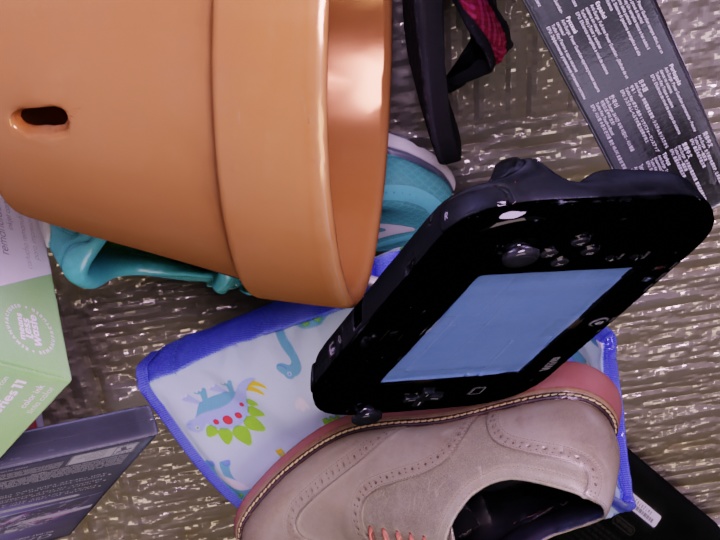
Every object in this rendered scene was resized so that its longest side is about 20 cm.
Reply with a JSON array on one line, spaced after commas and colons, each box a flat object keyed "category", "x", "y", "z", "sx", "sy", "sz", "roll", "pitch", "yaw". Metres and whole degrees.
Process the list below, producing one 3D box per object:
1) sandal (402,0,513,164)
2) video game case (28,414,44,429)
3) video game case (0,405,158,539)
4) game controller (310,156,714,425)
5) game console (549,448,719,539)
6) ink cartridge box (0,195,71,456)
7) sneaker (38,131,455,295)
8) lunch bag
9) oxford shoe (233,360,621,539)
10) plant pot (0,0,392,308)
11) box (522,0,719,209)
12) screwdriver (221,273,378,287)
[{"category": "sandal", "x": 0.040, "y": -0.126, "z": 0.782, "sx": 0.045, "sy": 0.076, "sz": 0.201, "roll": -10, "pitch": 133, "yaw": -3}, {"category": "video game case", "x": -0.257, "y": 0.087, "z": 0.913, "sx": 0.198, "sy": 0.018, "sz": 0.144, "roll": -17, "pitch": 149, "yaw": -14}, {"category": "video game case", "x": -0.194, "y": 0.118, "z": 0.926, "sx": 0.142, "sy": 0.019, "sz": 0.200, "roll": -11, "pitch": 164, "yaw": -25}, {"category": "game controller", "x": 0.052, "y": 0.014, "z": 0.698, "sx": 0.103, "sy": 0.043, "sz": 0.200, "roll": 5, "pitch": 156, "yaw": -17}, {"category": "game console", "x": 0.096, "y": 0.171, "z": 1.130, "sx": 0.200, "sy": 0.116, "sz": 0.177, "roll": 38, "pitch": 86, "yaw": -40}, {"category": "ink cartridge box", "x": -0.228, "y": -0.002, "z": 0.779, "sx": 0.199, "sy": 0.118, "sz": 0.067, "roll": 20, "pitch": 129, "yaw": -40}, {"category": "sneaker", "x": -0.050, "y": -0.020, "z": 0.859, "sx": 0.198, "sy": 0.080, "sz": 0.078, "roll": -3, "pitch": 136, "yaw": -14}, {"category": "lunch bag", "x": 0.014, "y": 0.060, "z": 0.905, "sx": 0.169, "sy": 0.129, "sz": 0.199, "roll": -23, "pitch": 146, "yaw": 29}, {"category": "oxford shoe", "x": 0.023, "y": 0.105, "z": 0.817, "sx": 0.199, "sy": 0.075, "sz": 0.070, "roll": -26, "pitch": 127, "yaw": 26}, {"category": "plant pot", "x": -0.066, "y": -0.089, "z": 0.722, "sx": 0.138, "sy": 0.201, "sz": 0.201, "roll": 3, "pitch": 136, "yaw": 7}, {"category": "box", "x": 0.065, "y": -0.143, "z": 0.683, "sx": 0.047, "sy": 0.194, "sz": 0.200, "roll": -27, "pitch": 134, "yaw": 9}, {"category": "screwdriver", "x": 0.000, "y": 0.000, "z": 0.785, "sx": 0.198, "sy": 0.028, "sz": 0.029, "roll": 12, "pitch": 129, "yaw": 11}]
